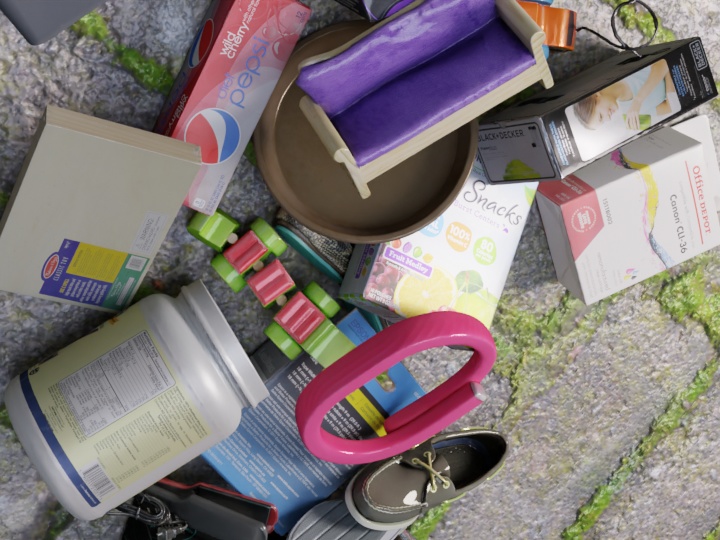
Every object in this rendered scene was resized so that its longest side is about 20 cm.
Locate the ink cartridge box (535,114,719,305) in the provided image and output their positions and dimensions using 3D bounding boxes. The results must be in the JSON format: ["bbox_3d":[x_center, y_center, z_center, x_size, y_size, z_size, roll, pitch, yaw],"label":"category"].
[{"bbox_3d":[0.285,-0.063,1.355,0.199,0.068,0.117,-24,117,-10],"label":"ink cartridge box"}]

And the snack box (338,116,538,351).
[{"bbox_3d":[0.078,-0.043,1.262,0.142,0.053,0.201,25,79,-28],"label":"snack box"}]

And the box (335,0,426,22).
[{"bbox_3d":[0.017,-0.327,1.134,0.122,0.106,0.201,-22,117,-10],"label":"box"}]

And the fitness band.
[{"bbox_3d":[0.034,0.109,1.233,0.200,0.038,0.143,-36,141,19],"label":"fitness band"}]

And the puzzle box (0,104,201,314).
[{"bbox_3d":[-0.230,-0.045,1.149,0.132,0.026,0.200,13,133,-24],"label":"puzzle box"}]

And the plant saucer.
[{"bbox_3d":[0.005,-0.121,1.203,0.198,0.029,0.202,0,83,1],"label":"plant saucer"}]

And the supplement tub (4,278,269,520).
[{"bbox_3d":[-0.195,0.111,1.205,0.199,0.145,0.146,-32,117,-6],"label":"supplement tub"}]

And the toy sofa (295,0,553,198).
[{"bbox_3d":[0.052,-0.159,1.127,0.199,0.083,0.098,-30,139,-1],"label":"toy sofa"}]

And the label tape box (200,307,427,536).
[{"bbox_3d":[-0.050,0.136,1.313,0.200,0.063,0.144,-40,119,-2],"label":"label tape box"}]

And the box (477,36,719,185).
[{"bbox_3d":[0.212,-0.145,1.241,0.199,0.116,0.061,-27,103,-26],"label":"box"}]

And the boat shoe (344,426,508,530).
[{"bbox_3d":[0.068,0.198,1.337,0.201,0.072,0.060,-12,157,-45],"label":"boat shoe"}]

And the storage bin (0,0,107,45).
[{"bbox_3d":[-0.229,-0.275,1.056,0.199,0.146,0.135,-35,128,-4],"label":"storage bin"}]

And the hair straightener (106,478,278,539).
[{"bbox_3d":[-0.178,0.215,1.259,0.199,0.077,0.041,22,114,2],"label":"hair straightener"}]

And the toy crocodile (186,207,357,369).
[{"bbox_3d":[-0.076,0.017,1.231,0.067,0.062,0.200,-41,88,-2],"label":"toy crocodile"}]

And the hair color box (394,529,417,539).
[{"bbox_3d":[-0.007,0.360,1.395,0.200,0.100,0.060,-46,117,1],"label":"hair color box"}]

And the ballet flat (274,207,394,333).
[{"bbox_3d":[0.000,0.000,1.283,0.075,0.068,0.200,-45,116,-15],"label":"ballet flat"}]

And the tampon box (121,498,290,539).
[{"bbox_3d":[-0.129,0.320,1.307,0.199,0.150,0.127,15,105,-24],"label":"tampon box"}]

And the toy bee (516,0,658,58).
[{"bbox_3d":[0.153,-0.213,1.240,0.199,0.109,0.132,27,94,3],"label":"toy bee"}]

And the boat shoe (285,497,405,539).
[{"bbox_3d":[0.000,0.259,1.337,0.199,0.073,0.067,-20,140,-43],"label":"boat shoe"}]

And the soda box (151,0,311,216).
[{"bbox_3d":[-0.120,-0.154,1.176,0.070,0.063,0.201,22,102,-25],"label":"soda box"}]
